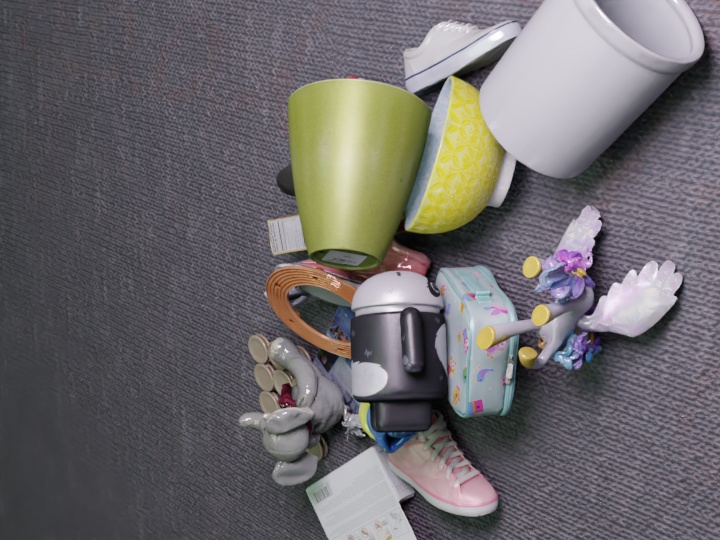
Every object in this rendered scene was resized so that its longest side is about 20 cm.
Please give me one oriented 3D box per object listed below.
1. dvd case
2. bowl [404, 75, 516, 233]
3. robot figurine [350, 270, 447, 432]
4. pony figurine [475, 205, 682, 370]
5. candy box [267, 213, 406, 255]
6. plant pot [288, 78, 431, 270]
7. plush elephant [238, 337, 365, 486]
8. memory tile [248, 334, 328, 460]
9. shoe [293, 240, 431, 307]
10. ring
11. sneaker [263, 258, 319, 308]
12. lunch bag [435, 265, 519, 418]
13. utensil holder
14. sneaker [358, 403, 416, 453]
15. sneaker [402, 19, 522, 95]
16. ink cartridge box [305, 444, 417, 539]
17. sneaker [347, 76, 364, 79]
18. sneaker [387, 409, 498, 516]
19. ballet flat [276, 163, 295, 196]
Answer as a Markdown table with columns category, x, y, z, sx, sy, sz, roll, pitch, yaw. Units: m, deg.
| category | x | y | z | sx | sy | sz | roll | pitch | yaw |
| --- | --- | --- | --- | --- | --- | --- | --- | --- | --- |
| dvd case | -0.008 | 0.149 | 1.660 | 0.143 | 0.017 | 0.201 | 51 | 142 | 21 |
| bowl | 0.133 | -0.131 | 1.383 | 0.107 | 0.201 | 0.201 | 16 | 121 | -5 |
| robot figurine | 0.050 | 0.102 | 1.388 | 0.149 | 0.124 | 0.202 | -9 | 78 | 42 |
| pony figurine | 0.249 | 0.036 | 1.290 | 0.167 | 0.199 | 0.194 | 45 | 114 | 35 |
| candy box | -0.026 | -0.065 | 1.578 | 0.199 | 0.116 | 0.057 | -6 | 95 | 47 |
| plant pot | -0.009 | -0.109 | 1.392 | 0.186 | 0.186 | 0.202 | -12 | 67 | 47 |
| plush elephant | -0.105 | 0.227 | 1.665 | 0.199 | 0.154 | 0.166 | 25 | 125 | 36 |
| memory tile | -0.118 | 0.206 | 1.803 | 0.152 | 0.017 | 0.202 | 10 | 115 | 46 |
| shoe | 0.000 | 0.000 | 1.549 | 0.198 | 0.072 | 0.092 | 14 | 68 | 25 |
| ring | -0.042 | 0.057 | 1.549 | 0.199 | 0.019 | 0.201 | 21 | 148 | 14 |
| sneaker | -0.052 | 0.011 | 1.626 | 0.199 | 0.114 | 0.076 | -17 | 89 | 47 |
| lunch bag | 0.145 | 0.085 | 1.407 | 0.200 | 0.076 | 0.162 | -118 | 31 | -67 |
| utensil holder | 0.246 | -0.224 | 1.214 | 0.171 | 0.169 | 0.200 | 58 | 135 | 18 |
| sneaker | 0.061 | 0.165 | 1.508 | 0.105 | 0.075 | 0.201 | -120 | 39 | -48 |
| sneaker | 0.119 | -0.284 | 1.398 | 0.199 | 0.073 | 0.071 | -18 | 91 | 47 |
| ink cartridge box | 0.015 | 0.380 | 1.710 | 0.200 | 0.043 | 0.175 | -39 | 73 | 44 |
| sneaker | -0.020 | -0.185 | 1.588 | 0.085 | 0.076 | 0.201 | 59 | 138 | 45 |
| sneaker | 0.112 | 0.263 | 1.551 | 0.199 | 0.075 | 0.106 | 25 | 123 | 44 |
| ballet flat | -0.024 | -0.126 | 1.522 | 0.198 | 0.069 | 0.068 | -9 | 126 | 11 |
